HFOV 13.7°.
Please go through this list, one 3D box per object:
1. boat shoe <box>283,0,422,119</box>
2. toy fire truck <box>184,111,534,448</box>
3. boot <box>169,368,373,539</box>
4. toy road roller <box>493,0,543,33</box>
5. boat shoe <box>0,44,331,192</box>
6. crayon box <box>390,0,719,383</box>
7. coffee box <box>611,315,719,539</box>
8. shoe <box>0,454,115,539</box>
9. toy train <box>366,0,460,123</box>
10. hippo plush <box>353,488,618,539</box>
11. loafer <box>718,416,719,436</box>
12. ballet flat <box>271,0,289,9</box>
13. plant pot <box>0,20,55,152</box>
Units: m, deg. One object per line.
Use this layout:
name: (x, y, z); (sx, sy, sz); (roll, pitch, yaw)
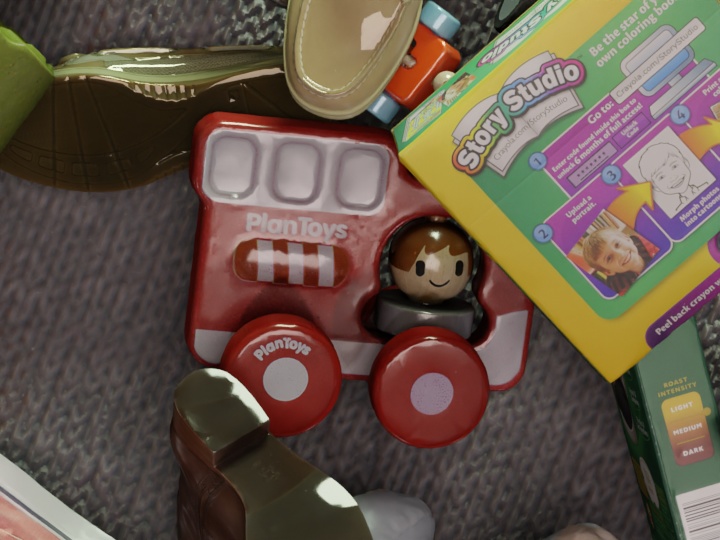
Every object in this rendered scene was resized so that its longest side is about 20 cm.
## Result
boat shoe: (0.009, -0.179, 1.595); (0.072, 0.065, 0.200); (21, 81, 6)
toy fire truck: (0.000, 0.000, 1.662); (0.200, 0.112, 0.168); (4, 106, -8)
boot: (-0.048, 0.170, 1.626); (0.064, 0.200, 0.186); (-21, 60, -18)
toy road roller: (0.160, -0.184, 1.643); (0.123, 0.146, 0.200); (30, 104, -11)
boat shoe: (-0.115, -0.093, 1.681); (0.200, 0.063, 0.073); (-9, 115, 1)
crayon box: (0.147, -0.071, 1.571); (0.200, 0.058, 0.173); (-41, 103, 9)
coffee box: (0.174, 0.077, 1.699); (0.044, 0.123, 0.200); (-16, 98, -3)
shoe: (-0.177, 0.183, 1.689); (0.200, 0.071, 0.091); (38, 76, -4)
toy train: (0.044, -0.181, 1.659); (0.150, 0.056, 0.200); (35, 92, 32)
hippo plush: (0.052, 0.183, 1.703); (0.161, 0.200, 0.159); (38, 72, 16)
loafer: (0.262, 0.064, 1.682); (0.072, 0.200, 0.063); (-14, 110, 34)
ballet flat: (-0.081, -0.224, 1.657); (0.068, 0.068, 0.200); (-37, 93, -19)
plant pot: (-0.269, -0.082, 1.592); (0.190, 0.200, 0.200); (-45, 100, -3)
